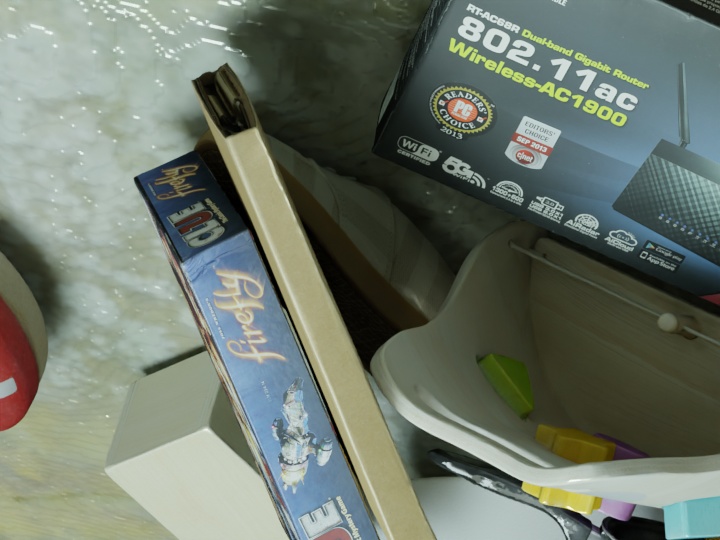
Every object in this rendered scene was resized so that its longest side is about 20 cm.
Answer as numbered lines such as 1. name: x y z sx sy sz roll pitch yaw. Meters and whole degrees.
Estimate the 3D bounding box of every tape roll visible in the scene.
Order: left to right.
1. tape roll: 0.088 0.156 1.368 0.202 0.071 0.202 4 164 1

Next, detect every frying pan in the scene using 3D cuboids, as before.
1. frying pan: 0.128 0.130 1.226 0.190 0.115 0.031 16 99 -21

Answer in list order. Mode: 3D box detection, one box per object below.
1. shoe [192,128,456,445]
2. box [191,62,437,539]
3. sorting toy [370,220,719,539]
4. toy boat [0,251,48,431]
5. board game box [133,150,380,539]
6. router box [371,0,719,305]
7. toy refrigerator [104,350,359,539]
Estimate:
1. shoe: 0.000 0.000 1.311 0.200 0.053 0.070 46 143 -8
2. box: -0.022 0.015 1.193 0.021 0.164 0.200 -22 105 -3
3. sorting toy: 0.097 0.062 1.186 0.200 0.180 0.107 26 105 32
4. toy boat: -0.264 0.046 1.400 0.199 0.131 0.131 4 137 17
5. board game box: -0.043 0.055 1.260 0.035 0.136 0.200 -24 111 -6
6. router box: 0.122 -0.077 1.174 0.200 0.062 0.150 23 137 -4
7. toy refrigerator: -0.038 0.129 1.455 0.076 0.070 0.200 -24 125 34
